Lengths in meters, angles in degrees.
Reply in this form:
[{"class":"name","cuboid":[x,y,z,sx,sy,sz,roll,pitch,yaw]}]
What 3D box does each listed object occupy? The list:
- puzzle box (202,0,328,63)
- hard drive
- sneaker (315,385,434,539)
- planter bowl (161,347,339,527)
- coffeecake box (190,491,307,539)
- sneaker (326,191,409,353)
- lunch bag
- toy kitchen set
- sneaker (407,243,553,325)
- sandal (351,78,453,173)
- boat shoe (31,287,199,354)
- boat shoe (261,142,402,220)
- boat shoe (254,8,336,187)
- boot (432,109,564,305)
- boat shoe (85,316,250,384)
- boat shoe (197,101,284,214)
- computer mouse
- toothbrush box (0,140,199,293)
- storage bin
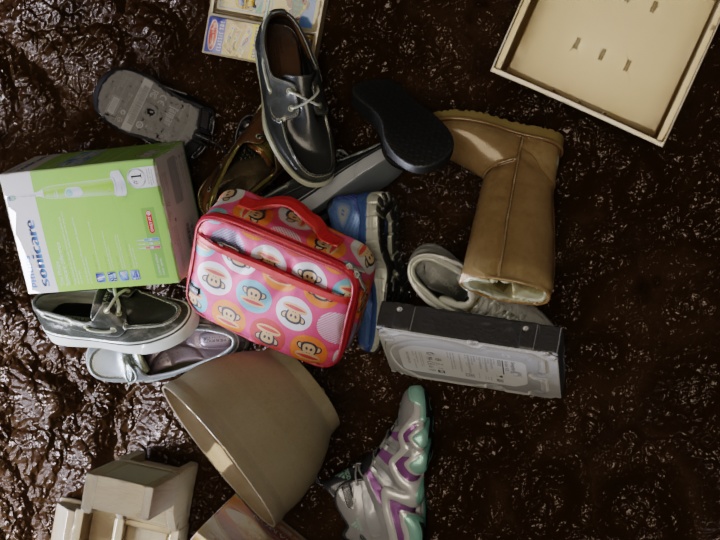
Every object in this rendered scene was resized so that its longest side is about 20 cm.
[{"class":"puzzle box","cuboid":[-0.099,-0.334,1.696,0.133,0.025,0.200,11,97,9]},{"class":"hard drive","cuboid":[0.124,0.090,1.637,0.200,0.140,0.038,8,67,12]},{"class":"sneaker","cuboid":[0.010,0.226,1.705,0.140,0.078,0.200,5,96,8]},{"class":"planter bowl","cuboid":[-0.109,0.169,1.675,0.135,0.200,0.200,-38,88,-14]},{"class":"coffeecake box","cuboid":[-0.119,0.341,1.675,0.153,0.200,0.073,38,100,4]},{"class":"sneaker","cuboid":[0.000,0.000,1.677,0.089,0.079,0.200,7,118,24]},{"class":"lunch bag","cuboid":[-0.084,-0.001,1.618,0.200,0.082,0.176,22,129,10]},{"class":"toy kitchen set","cuboid":[-0.302,0.314,1.713,0.163,0.180,0.200,10,93,9]},{"class":"sneaker","cuboid":[0.133,0.045,1.649,0.200,0.116,0.074,34,98,3]},{"class":"sandal","cuboid":[0.047,-0.149,1.623,0.075,0.201,0.048,-10,124,-14]},{"class":"boat shoe","cuboid":[-0.284,0.051,1.710,0.200,0.071,0.064,-2,140,18]},{"class":"boat shoe","cuboid":[-0.034,-0.105,1.686,0.199,0.074,0.068,-33,70,20]},{"class":"boat shoe","cuboid":[-0.072,-0.189,1.631,0.072,0.068,0.200,-12,78,-18]},{"class":"boot","cuboid":[0.132,-0.071,1.612,0.175,0.066,0.200,8,63,8]},{"class":"boat shoe","cuboid":[-0.230,0.091,1.738,0.202,0.065,0.075,-7,94,11]},{"class":"boat shoe","cuboid":[-0.106,-0.134,1.679,0.072,0.068,0.200,36,91,-11]},{"class":"computer mouse","cuboid":[-0.223,-0.144,1.727,0.200,0.046,0.141,21,94,-5]},{"class":"toothbrush box","cuboid":[-0.291,-0.060,1.695,0.200,0.086,0.146,-5,107,19]},{"class":"storage bin","cuboid":[0.275,-0.265,1.605,0.200,0.094,0.199,25,99,7]}]
